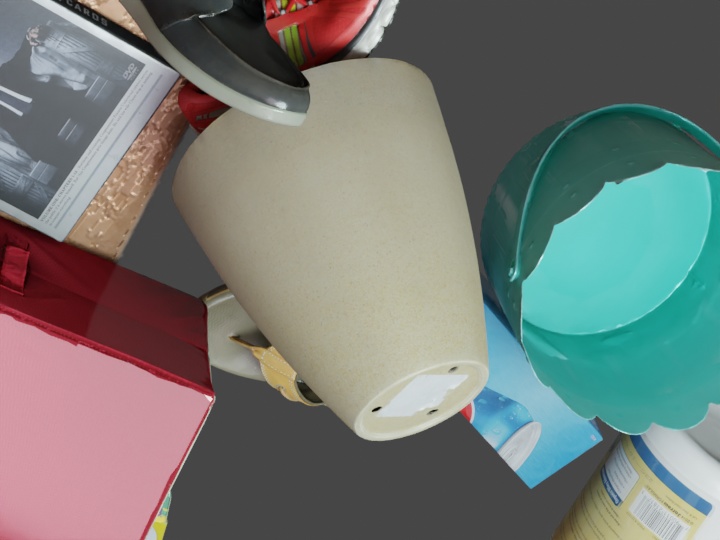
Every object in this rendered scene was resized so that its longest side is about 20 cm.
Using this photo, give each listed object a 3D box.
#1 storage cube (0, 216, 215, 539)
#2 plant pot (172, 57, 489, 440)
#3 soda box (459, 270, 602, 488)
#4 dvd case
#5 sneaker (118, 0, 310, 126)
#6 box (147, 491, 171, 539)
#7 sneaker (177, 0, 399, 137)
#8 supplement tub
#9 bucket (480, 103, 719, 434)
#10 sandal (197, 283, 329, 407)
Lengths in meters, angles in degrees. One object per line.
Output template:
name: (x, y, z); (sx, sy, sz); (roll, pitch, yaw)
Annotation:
storage cube: (-0.213, 0.091, 1.660); (0.179, 0.171, 0.201); (22, 106, -13)
plant pot: (0.000, 0.000, 1.605); (0.187, 0.201, 0.188); (-20, 154, -10)
soda box: (0.086, 0.060, 1.777); (0.068, 0.064, 0.200); (-36, 119, 12)
dvd case: (-0.239, -0.123, 1.636); (0.200, 0.025, 0.150); (29, 112, -24)
sneaker: (-0.084, -0.180, 1.537); (0.075, 0.200, 0.106); (6, 125, -56)
box: (-0.214, 0.221, 1.832); (0.117, 0.048, 0.201); (11, 120, -14)
sneaker: (-0.044, -0.157, 1.621); (0.085, 0.077, 0.200); (35, 109, -20)
supplement tub: (0.222, 0.199, 1.835); (0.144, 0.145, 0.200); (22, 115, -21)
bucket: (0.184, -0.006, 1.699); (0.206, 0.135, 0.208); (-7, 117, -14)
sandal: (-0.031, 0.067, 1.764); (0.199, 0.054, 0.080); (26, 113, -17)
